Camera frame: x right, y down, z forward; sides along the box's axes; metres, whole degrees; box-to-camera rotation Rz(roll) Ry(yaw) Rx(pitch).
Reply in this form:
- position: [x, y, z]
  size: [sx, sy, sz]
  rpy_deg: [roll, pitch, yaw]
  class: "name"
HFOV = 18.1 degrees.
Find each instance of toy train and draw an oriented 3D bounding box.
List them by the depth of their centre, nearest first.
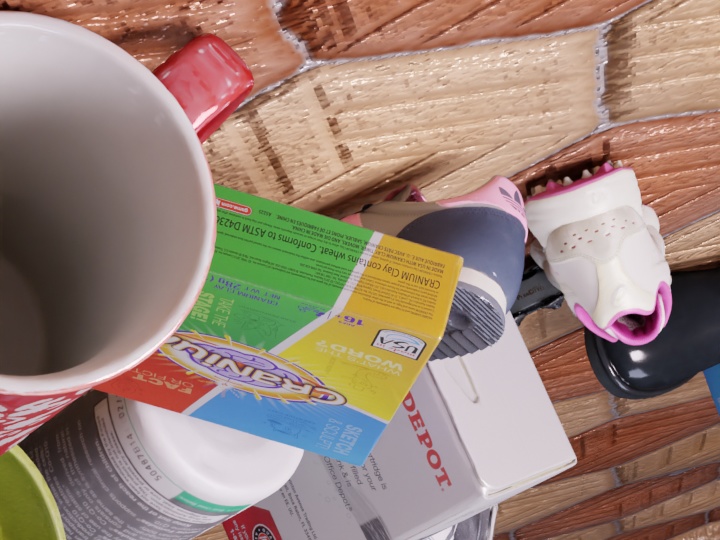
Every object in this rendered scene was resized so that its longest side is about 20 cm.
- position: [0.043, 0.040, 1.374]
  size: [0.199, 0.034, 0.046]
  rpy_deg: [-25, 176, 23]
  class: "toy train"

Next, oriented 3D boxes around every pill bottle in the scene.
- position: [-0.129, 0.103, 1.231]
  size: [0.113, 0.114, 0.200]
  rpy_deg: [-4, 160, -43]
  class: "pill bottle"

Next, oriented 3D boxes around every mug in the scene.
- position: [-0.125, 0.001, 0.843]
  size: [0.177, 0.134, 0.200]
  rpy_deg: [-10, 167, -23]
  class: "mug"

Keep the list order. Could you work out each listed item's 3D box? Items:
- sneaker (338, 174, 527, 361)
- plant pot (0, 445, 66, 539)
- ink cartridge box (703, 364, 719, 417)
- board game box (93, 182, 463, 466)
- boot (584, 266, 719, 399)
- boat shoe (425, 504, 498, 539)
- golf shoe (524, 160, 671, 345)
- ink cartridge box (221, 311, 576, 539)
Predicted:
- position: [0.000, 0.000, 1.112]
  size: [0.199, 0.082, 0.070]
  rpy_deg: [-4, 142, 38]
  class: "sneaker"
- position: [-0.278, 0.162, 1.097]
  size: [0.192, 0.201, 0.200]
  rpy_deg: [4, 180, 35]
  class: "plant pot"
- position: [0.372, 0.049, 1.696]
  size: [0.146, 0.086, 0.200]
  rpy_deg: [-9, 165, -31]
  class: "ink cartridge box"
- position: [-0.049, 0.024, 1.029]
  size: [0.152, 0.040, 0.200]
  rpy_deg: [16, 158, -3]
  class: "board game box"
- position: [0.257, 0.010, 1.422]
  size: [0.200, 0.077, 0.168]
  rpy_deg: [-15, 170, -41]
  class: "boot"
- position: [0.060, 0.118, 1.382]
  size: [0.068, 0.200, 0.072]
  rpy_deg: [41, 122, -22]
  class: "boat shoe"
- position: [0.136, 0.004, 1.237]
  size: [0.075, 0.092, 0.200]
  rpy_deg: [-22, 166, 10]
  class: "golf shoe"
- position: [0.002, 0.082, 1.239]
  size: [0.084, 0.145, 0.200]
  rpy_deg: [-15, 168, -45]
  class: "ink cartridge box"
